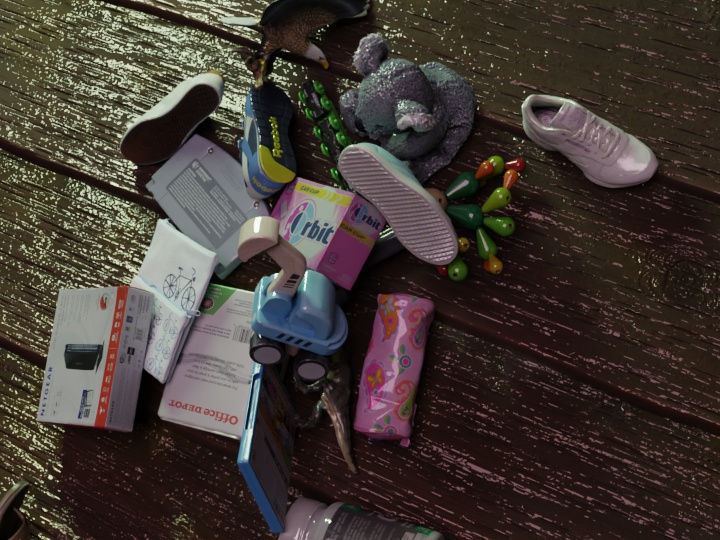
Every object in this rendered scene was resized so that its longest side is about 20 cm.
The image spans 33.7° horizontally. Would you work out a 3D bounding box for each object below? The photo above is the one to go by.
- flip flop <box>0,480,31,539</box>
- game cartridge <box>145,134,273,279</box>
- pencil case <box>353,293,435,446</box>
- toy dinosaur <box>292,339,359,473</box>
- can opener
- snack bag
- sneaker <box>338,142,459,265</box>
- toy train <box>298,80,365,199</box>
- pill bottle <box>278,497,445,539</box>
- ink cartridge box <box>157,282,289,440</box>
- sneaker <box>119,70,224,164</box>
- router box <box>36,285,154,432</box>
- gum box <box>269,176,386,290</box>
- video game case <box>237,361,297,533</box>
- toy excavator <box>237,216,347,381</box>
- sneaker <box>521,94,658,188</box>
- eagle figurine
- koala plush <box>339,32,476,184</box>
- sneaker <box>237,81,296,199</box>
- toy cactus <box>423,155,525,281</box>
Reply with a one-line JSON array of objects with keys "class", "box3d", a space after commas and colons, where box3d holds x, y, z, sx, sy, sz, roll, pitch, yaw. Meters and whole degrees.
[{"class": "flip flop", "box3d": [-0.509, 0.403, 1.718, 0.057, 0.081, 0.201, 14, 83, 3]}, {"class": "game cartridge", "box3d": [-0.215, -0.101, 1.756, 0.133, 0.040, 0.200, -44, 69, 8]}, {"class": "pencil case", "box3d": [0.046, 0.131, 1.595, 0.087, 0.087, 0.201, 7, 81, 19]}, {"class": "toy dinosaur", "box3d": [-0.048, 0.177, 1.621, 0.088, 0.047, 0.201, 0, 76, -16]}, {"class": "can opener", "box3d": [0.000, 0.000, 1.664, 0.199, 0.053, 0.067, -28, 103, 10]}, {"class": "snack bag", "box3d": [-0.282, 0.039, 1.695, 0.188, 0.021, 0.201, 29, 97, 51]}, {"class": "sneaker", "box3d": [0.063, -0.096, 1.549, 0.200, 0.082, 0.074, 49, 119, 3]}, {"class": "toy train", "box3d": [-0.033, -0.185, 1.705, 0.042, 0.056, 0.201, -32, 70, 25]}, {"class": "pill bottle", "box3d": [0.000, 0.366, 1.536, 0.199, 0.113, 0.114, 13, 82, 19]}, {"class": "ink cartridge box", "box3d": [-0.182, 0.129, 1.664, 0.146, 0.083, 0.201, 12, 81, 23]}, {"class": "sneaker", "box3d": [-0.278, -0.232, 1.801, 0.200, 0.085, 0.073, -30, 113, 23]}, {"class": "router box", "box3d": [-0.383, 0.127, 1.712, 0.179, 0.049, 0.201, -4, 75, 44]}, {"class": "gum box", "box3d": [-0.059, -0.055, 1.630, 0.200, 0.066, 0.114, 21, 82, 58]}, {"class": "video game case", "box3d": [-0.119, 0.217, 1.546, 0.018, 0.144, 0.200, -10, 40, 12]}, {"class": "toy excavator", "box3d": [-0.088, 0.027, 1.507, 0.200, 0.194, 0.100, -53, 24, 42]}, {"class": "sneaker", "box3d": [0.297, -0.172, 1.572, 0.199, 0.100, 0.075, 28, 85, 20]}, {"class": "eagle figurine", "box3d": [-0.086, -0.358, 1.729, 0.200, 0.151, 0.152, -46, 53, 15]}, {"class": "koala plush", "box3d": [0.057, -0.227, 1.608, 0.183, 0.200, 0.178, -32, 70, 8]}, {"class": "sneaker", "box3d": [-0.143, -0.191, 1.725, 0.082, 0.074, 0.201, -48, 35, 44]}, {"class": "toy cactus", "box3d": [0.132, -0.078, 1.603, 0.164, 0.102, 0.201, 16, 74, 15]}]
